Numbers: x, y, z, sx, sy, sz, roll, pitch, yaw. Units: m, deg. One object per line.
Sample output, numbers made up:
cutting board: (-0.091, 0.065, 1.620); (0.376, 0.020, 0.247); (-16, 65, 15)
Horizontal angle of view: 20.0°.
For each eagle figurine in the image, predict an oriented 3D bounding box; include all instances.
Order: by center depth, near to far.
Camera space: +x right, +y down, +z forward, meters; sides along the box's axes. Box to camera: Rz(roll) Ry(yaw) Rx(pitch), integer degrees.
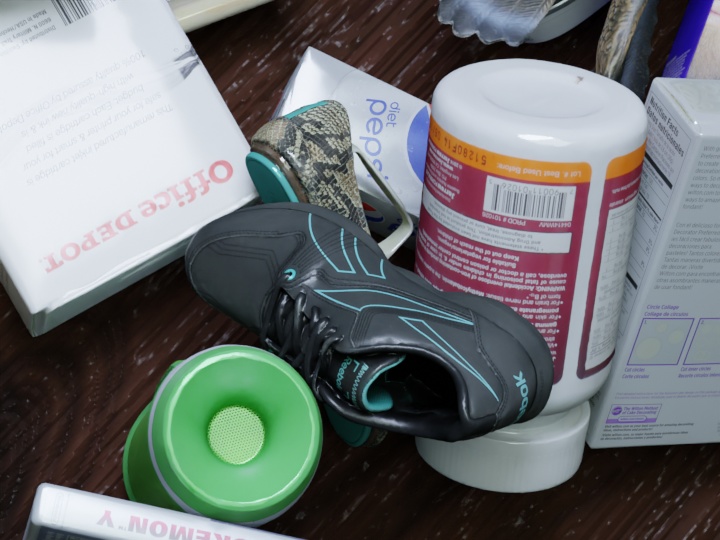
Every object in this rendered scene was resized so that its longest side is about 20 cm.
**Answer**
eagle figurine: (0.145, -0.172, 1.090); (0.200, 0.151, 0.152); (-42, 74, 14)

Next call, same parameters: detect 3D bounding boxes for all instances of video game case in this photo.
video game case: (-0.078, 0.155, 1.000); (0.180, 0.200, 0.023); (13, 68, -8)

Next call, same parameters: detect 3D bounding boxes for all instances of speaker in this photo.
speaker: (-0.072, 0.090, 1.013); (0.087, 0.200, 0.089); (2, 79, -11)

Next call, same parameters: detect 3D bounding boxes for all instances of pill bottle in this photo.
pill bottle: (0.081, 0.004, 1.038); (0.108, 0.110, 0.202); (0, 116, -11)

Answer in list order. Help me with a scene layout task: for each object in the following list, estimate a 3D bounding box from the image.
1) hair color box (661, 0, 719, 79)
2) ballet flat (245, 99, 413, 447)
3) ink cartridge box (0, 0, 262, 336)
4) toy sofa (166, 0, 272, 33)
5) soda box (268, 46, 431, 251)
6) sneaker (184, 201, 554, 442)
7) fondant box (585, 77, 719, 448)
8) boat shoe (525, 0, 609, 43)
hair color box: (0.236, -0.111, 1.184); (0.108, 0.065, 0.202); (23, 74, -6)
ballet flat: (0.000, 0.000, 1.077); (0.075, 0.068, 0.201); (-32, 123, -24)
ink cartridge box: (-0.161, -0.088, 1.089); (0.145, 0.084, 0.201); (-29, 85, -15)
toy sofa: (-0.089, -0.232, 1.077); (0.082, 0.098, 0.202); (-22, 119, -18)
soda box: (0.042, -0.047, 1.131); (0.198, 0.068, 0.064); (25, 75, -5)
sneaker: (-0.006, 0.025, 0.981); (0.198, 0.079, 0.076); (21, 119, 22)
fondant box: (0.200, -0.001, 1.084); (0.143, 0.201, 0.058); (0, 36, -22)
boat shoe: (0.151, -0.216, 1.176); (0.199, 0.070, 0.067); (-38, 127, -9)
